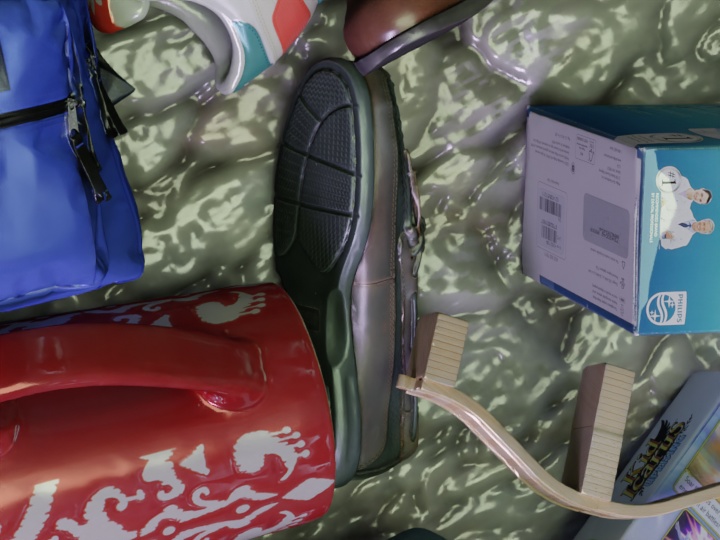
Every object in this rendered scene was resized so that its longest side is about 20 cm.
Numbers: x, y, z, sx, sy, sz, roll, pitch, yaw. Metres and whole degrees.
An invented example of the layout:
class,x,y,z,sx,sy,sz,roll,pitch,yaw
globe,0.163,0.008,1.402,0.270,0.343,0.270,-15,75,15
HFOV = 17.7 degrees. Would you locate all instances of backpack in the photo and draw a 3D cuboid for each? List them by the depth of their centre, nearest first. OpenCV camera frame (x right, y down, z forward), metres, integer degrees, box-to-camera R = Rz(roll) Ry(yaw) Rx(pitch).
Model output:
class,x,y,z,sx,sy,sz,roll,pitch,yaw
backpack,-0.173,-0.080,0.934,0.162,0.168,0.201,-15,101,-22

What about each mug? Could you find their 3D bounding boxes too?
class,x,y,z,sx,sy,sz,roll,pitch,yaw
mug,-0.114,0.079,0.978,0.199,0.177,0.134,-11,96,-18

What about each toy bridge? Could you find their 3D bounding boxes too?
class,x,y,z,sx,sy,sz,roll,pitch,yaw
toy bridge,0.107,0.076,1.055,0.199,0.027,0.067,16,78,-17

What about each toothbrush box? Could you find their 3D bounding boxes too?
class,x,y,z,sx,sy,sz,roll,pitch,yaw
toothbrush box,0.190,-0.028,1.055,0.199,0.146,0.086,-3,101,-16

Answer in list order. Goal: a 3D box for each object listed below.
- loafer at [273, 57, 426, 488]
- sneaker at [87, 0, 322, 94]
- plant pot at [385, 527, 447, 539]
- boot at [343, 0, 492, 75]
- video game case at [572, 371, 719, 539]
class,x,y,z,sx,sy,sz,roll,pitch,yaw
loafer,0.000,0.000,1.056,0.063,0.072,0.201,-7,110,-35
sneaker,-0.101,-0.155,0.987,0.200,0.070,0.094,37,83,-21
plant pot,-0.017,0.226,1.029,0.196,0.200,0.201,-29,107,-18
boot,-0.015,-0.194,0.953,0.068,0.188,0.200,-24,112,29
video game case,0.185,0.182,1.121,0.200,0.045,0.181,46,70,-18
